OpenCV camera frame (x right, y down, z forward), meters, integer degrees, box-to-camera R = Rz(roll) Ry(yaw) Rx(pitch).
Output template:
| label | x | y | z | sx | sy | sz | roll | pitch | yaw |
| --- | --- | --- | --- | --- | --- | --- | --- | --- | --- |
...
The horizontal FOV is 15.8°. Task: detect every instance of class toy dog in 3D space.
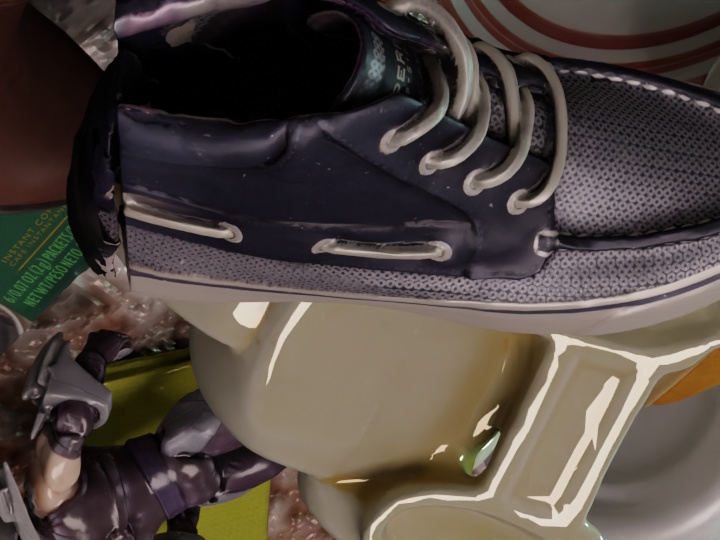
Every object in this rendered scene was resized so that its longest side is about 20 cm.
| label | x | y | z | sx | sy | sz | roll | pitch | yaw |
| --- | --- | --- | --- | --- | --- | --- | --- | --- | --- |
| toy dog | 0.000 | 0.000 | 0.812 | 0.193 | 0.200 | 0.140 | 9 | 113 | -17 |

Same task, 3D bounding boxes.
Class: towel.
| label | x | y | z | sx | sy | sz | roll | pitch | yaw |
| --- | --- | --- | --- | --- | --- | --- | --- | --- | --- |
| towel | -0.076 | 0.106 | 1.009 | 0.086 | 0.018 | 0.201 | -14 | 134 | -22 |

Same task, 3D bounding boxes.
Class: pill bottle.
| label | x | y | z | sx | sy | sz | roll | pitch | yaw |
| --- | --- | --- | --- | --- | --- | --- | --- | --- | --- |
| pill bottle | 0.133 | 0.077 | 0.997 | 0.119 | 0.120 | 0.200 | -36 | 147 | 9 |

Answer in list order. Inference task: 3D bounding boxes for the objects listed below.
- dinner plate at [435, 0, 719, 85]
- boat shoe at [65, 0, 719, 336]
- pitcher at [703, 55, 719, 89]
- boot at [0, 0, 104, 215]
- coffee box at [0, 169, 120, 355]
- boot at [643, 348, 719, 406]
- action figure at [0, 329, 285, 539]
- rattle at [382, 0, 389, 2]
| label | x | y | z | sx | sy | sz | roll | pitch | yaw |
| --- | --- | --- | --- | --- | --- | --- | --- | --- | --- |
| dinner plate | 0.108 | -0.137 | 0.866 | 0.199 | 0.024 | 0.201 | -14 | 135 | -15 |
| boat shoe | 0.024 | -0.032 | 0.660 | 0.199 | 0.075 | 0.093 | -3 | 158 | -6 |
| pitcher | 0.218 | -0.018 | 0.900 | 0.200 | 0.171 | 0.122 | 18 | 98 | -50 |
| boot | -0.081 | -0.083 | 0.692 | 0.199 | 0.069 | 0.188 | -13 | 143 | 41 |
| coffee box | -0.180 | -0.030 | 0.810 | 0.123 | 0.044 | 0.200 | -44 | 133 | 18 |
| boot | 0.180 | 0.010 | 0.783 | 0.143 | 0.071 | 0.201 | 23 | 144 | -10 |
| action figure | -0.059 | 0.065 | 0.925 | 0.199 | 0.070 | 0.130 | -26 | 144 | -4 |
| rattle | 0.019 | -0.154 | 0.723 | 0.130 | 0.143 | 0.200 | 41 | 118 | -11 |
